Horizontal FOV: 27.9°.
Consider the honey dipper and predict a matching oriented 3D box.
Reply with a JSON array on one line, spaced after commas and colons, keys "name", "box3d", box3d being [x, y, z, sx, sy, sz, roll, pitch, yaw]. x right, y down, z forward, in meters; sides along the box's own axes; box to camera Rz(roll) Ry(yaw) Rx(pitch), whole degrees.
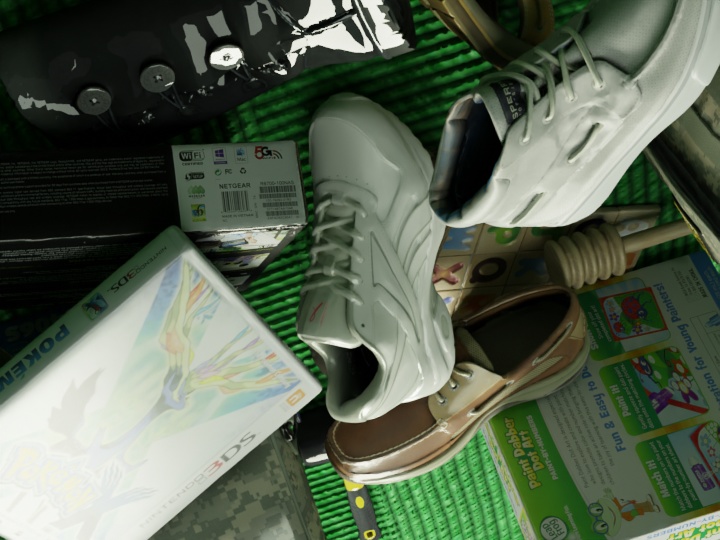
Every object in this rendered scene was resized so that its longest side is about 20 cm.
[{"name": "honey dipper", "box3d": [0.222, -0.031, 0.989, 0.199, 0.038, 0.038, -17, 140, -11]}]

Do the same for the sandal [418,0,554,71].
[{"name": "sandal", "box3d": [0.079, -0.140, 0.786, 0.054, 0.080, 0.200, -50, 135, 9]}]

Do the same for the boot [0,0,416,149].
[{"name": "boot", "box3d": [-0.092, -0.140, 0.712, 0.199, 0.066, 0.165, -15, 132, 15]}]

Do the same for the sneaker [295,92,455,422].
[{"name": "sneaker", "box3d": [0.000, 0.000, 0.840, 0.099, 0.078, 0.201, -34, 118, -46]}]

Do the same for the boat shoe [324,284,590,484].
[{"name": "boat shoe", "box3d": [0.062, 0.066, 0.944, 0.199, 0.076, 0.072, -31, 146, -17]}]

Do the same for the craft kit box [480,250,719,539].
[{"name": "craft kit box", "box3d": [0.183, 0.096, 0.979, 0.196, 0.201, 0.049, -14, 141, -8]}]

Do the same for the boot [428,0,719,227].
[{"name": "boot", "box3d": [0.105, -0.089, 0.730, 0.095, 0.074, 0.200, -9, 144, -31]}]

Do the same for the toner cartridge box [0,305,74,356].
[{"name": "toner cartridge box", "box3d": [-0.168, 0.100, 0.965, 0.094, 0.043, 0.201, -18, 140, -5]}]

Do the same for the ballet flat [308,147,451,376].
[{"name": "ballet flat", "box3d": [0.018, -0.001, 0.931, 0.046, 0.067, 0.201, -45, 163, -48]}]

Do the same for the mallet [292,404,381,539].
[{"name": "mallet", "box3d": [0.004, 0.157, 1.112, 0.066, 0.041, 0.200, -20, 144, 4]}]

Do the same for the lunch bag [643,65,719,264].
[{"name": "lunch bag", "box3d": [0.240, -0.072, 0.856, 0.117, 0.164, 0.201, -13, 139, -18]}]

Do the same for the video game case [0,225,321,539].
[{"name": "video game case", "box3d": [-0.125, 0.082, 0.788, 0.182, 0.022, 0.200, -40, 148, -2]}]

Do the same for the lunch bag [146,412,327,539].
[{"name": "lunch bag", "box3d": [-0.115, 0.181, 0.940, 0.199, 0.140, 0.168, -19, 119, -2]}]

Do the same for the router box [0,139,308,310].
[{"name": "router box", "box3d": [-0.144, -0.021, 0.789, 0.199, 0.051, 0.149, -4, 166, -19]}]

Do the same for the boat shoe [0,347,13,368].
[{"name": "boat shoe", "box3d": [-0.264, 0.050, 0.806, 0.200, 0.072, 0.066, 12, -178, 10]}]

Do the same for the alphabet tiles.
[{"name": "alphabet tiles", "box3d": [0.109, 0.031, 1.036, 0.166, 0.008, 0.201, -4, 137, -19]}]
